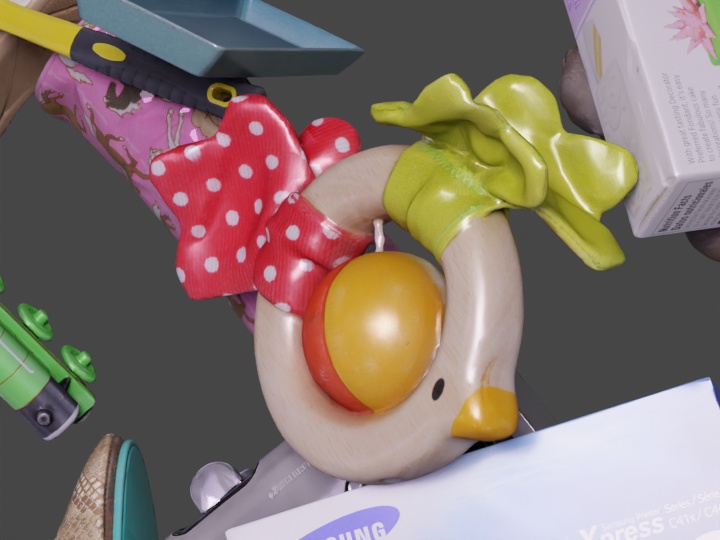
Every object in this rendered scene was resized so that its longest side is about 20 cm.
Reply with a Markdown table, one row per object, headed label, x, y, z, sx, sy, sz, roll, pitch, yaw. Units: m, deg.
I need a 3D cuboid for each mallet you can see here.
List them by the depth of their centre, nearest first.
| label | x | y | z | sx | sy | sz | roll | pitch | yaw |
| --- | --- | --- | --- | --- | --- | --- | --- | --- | --- |
| mallet | -0.132 | -0.092 | 0.954 | 0.199 | 0.041 | 0.066 | 30 | 87 | 25 |

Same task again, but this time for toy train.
| label | x | y | z | sx | sy | sz | roll | pitch | yaw |
| --- | --- | --- | --- | --- | --- | --- | --- | --- | --- |
| toy train | -0.194 | 0.003 | 0.992 | 0.042 | 0.056 | 0.200 | -41 | 106 | 10 |

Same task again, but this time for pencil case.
| label | x | y | z | sx | sy | sz | roll | pitch | yaw |
| --- | --- | --- | --- | --- | --- | --- | --- | --- | --- |
| pencil case | -0.061 | -0.037 | 0.994 | 0.087 | 0.083 | 0.200 | -45 | 77 | 20 |

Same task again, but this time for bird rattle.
| label | x | y | z | sx | sy | sz | roll | pitch | yaw |
| --- | --- | --- | --- | --- | --- | --- | --- | --- | --- |
| bird rattle | 0.000 | 0.000 | 0.848 | 0.199 | 0.112 | 0.164 | -13 | 70 | 34 |

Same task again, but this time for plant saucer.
| label | x | y | z | sx | sy | sz | roll | pitch | yaw |
| --- | --- | --- | --- | --- | --- | --- | --- | --- | --- |
| plant saucer | -0.058 | -0.102 | 0.946 | 0.070 | 0.200 | 0.019 | 27 | 103 | 12 |

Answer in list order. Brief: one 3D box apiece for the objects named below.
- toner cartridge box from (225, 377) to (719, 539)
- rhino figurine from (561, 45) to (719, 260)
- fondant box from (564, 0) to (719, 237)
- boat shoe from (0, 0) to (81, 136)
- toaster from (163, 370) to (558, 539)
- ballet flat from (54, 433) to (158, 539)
| label | x | y | z | sx | sy | sz | roll | pitch | yaw |
| --- | --- | --- | --- | --- | --- | --- | --- | --- | --- |
| toner cartridge box | 0.056 | 0.117 | 0.853 | 0.199 | 0.043 | 0.096 | -19 | 79 | 9 |
| rhino figurine | 0.161 | -0.033 | 0.941 | 0.060 | 0.087 | 0.200 | -45 | 77 | 4 |
| fondant box | 0.190 | -0.102 | 0.893 | 0.199 | 0.058 | 0.145 | -8 | 68 | -16 |
| boat shoe | -0.199 | -0.094 | 1.040 | 0.200 | 0.072 | 0.065 | -45 | 64 | 7 |
| toaster | 0.026 | 0.141 | 0.939 | 0.181 | 0.119 | 0.200 | -38 | 78 | 5 |
| ballet flat | -0.118 | 0.176 | 0.989 | 0.065 | 0.070 | 0.201 | -12 | 79 | 14 |
